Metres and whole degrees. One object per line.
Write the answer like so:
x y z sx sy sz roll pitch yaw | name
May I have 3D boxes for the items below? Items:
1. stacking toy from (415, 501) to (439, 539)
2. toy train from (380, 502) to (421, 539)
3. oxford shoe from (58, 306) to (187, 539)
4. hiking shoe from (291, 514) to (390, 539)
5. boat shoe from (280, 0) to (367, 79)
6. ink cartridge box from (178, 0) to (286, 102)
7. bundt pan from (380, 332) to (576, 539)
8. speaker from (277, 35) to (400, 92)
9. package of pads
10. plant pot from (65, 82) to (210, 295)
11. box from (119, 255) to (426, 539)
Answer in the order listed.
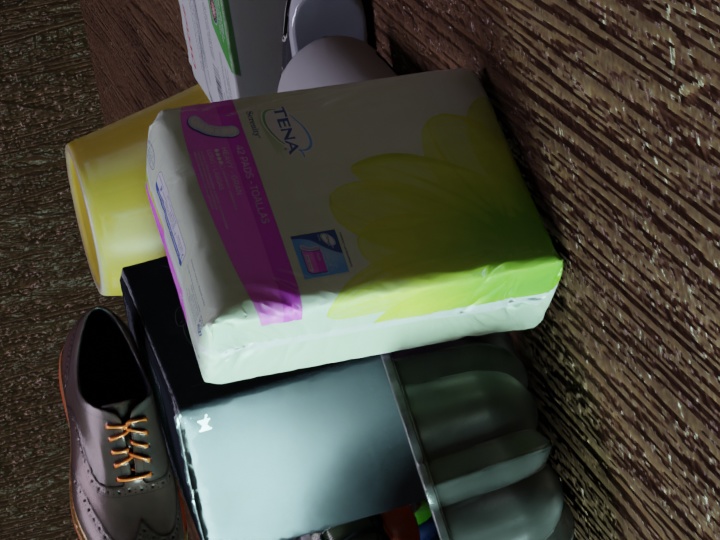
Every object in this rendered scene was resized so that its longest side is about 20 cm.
0.023 0.156 1.773 0.085 0.085 0.201 -118 22 -54 | stacking toy
0.048 0.230 1.719 0.150 0.055 0.201 42 147 53 | toy train
-0.155 0.119 1.576 0.073 0.071 0.201 107 147 -66 | oxford shoe
-0.015 0.182 1.640 0.200 0.076 0.101 32 142 60 | hiking shoe
-0.027 -0.124 1.700 0.066 0.070 0.201 -105 8 -53 | boat shoe
-0.080 -0.188 1.849 0.200 0.083 0.147 -125 23 -62 | ink cartridge box
0.068 0.106 1.391 0.202 0.075 0.203 -19 -90 -90 | bundt pan
0.007 -0.081 1.525 0.200 0.081 0.082 -126 25 -65 | speaker
-0.008 -0.029 1.340 0.068 0.199 0.155 100 156 -50 | package of pads
-0.138 -0.063 2.034 0.201 0.188 0.202 167 90 -79 | plant pot
-0.037 0.066 1.623 0.197 0.199 0.124 -121 18 -60 | box
